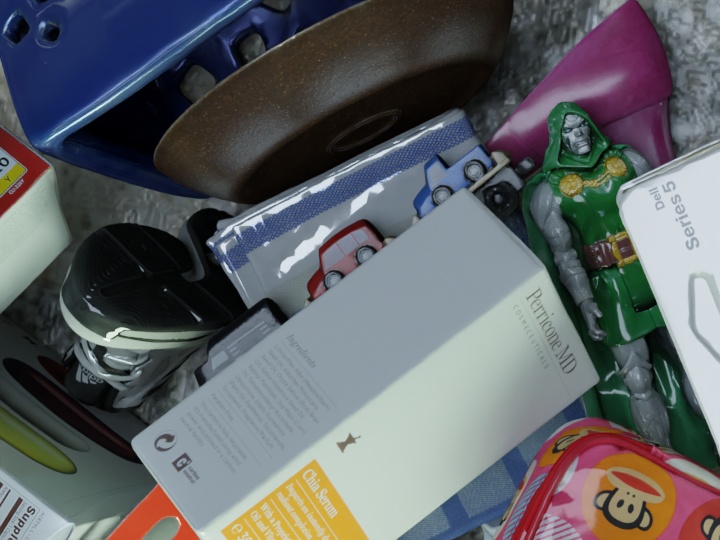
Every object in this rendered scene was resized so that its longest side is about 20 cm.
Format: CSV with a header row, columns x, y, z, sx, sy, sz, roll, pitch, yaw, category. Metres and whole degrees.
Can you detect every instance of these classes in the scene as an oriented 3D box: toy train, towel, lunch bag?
x,y,z,sx,sy,sz,roll,pitch,yaw,category
0.000,0.000,1.275,0.200,0.034,0.046,-37,88,7,toy train
0.032,0.033,1.308,0.147,0.024,0.200,-28,99,6,towel
0.145,0.182,1.228,0.200,0.082,0.176,26,91,-5,lunch bag

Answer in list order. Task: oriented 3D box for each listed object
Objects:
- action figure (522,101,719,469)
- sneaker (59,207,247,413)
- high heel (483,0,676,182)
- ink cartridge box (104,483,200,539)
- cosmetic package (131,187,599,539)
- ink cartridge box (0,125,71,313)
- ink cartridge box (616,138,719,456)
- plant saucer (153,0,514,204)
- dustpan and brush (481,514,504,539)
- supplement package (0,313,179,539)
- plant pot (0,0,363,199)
x,y,z,sx,sy,sz,roll,pitch,yaw,category
0.134,0.011,1.281,0.118,0.055,0.200,-24,94,-14,action figure
-0.116,0.037,1.334,0.076,0.200,0.115,43,108,10,sneaker
0.061,-0.072,1.328,0.200,0.067,0.096,-11,97,16,high heel
-0.059,0.195,1.304,0.160,0.200,0.047,-47,37,-3,ink cartridge box
0.005,0.066,1.225,0.200,0.101,0.071,-38,49,-6,cosmetic package
-0.275,-0.013,1.270,0.175,0.084,0.200,36,69,18,ink cartridge box
0.205,0.013,1.209,0.084,0.200,0.146,-25,83,19,ink cartridge box
-0.005,-0.082,1.286,0.200,0.200,0.037,-32,79,18,plant saucer
0.091,0.151,1.327,0.140,0.057,0.200,-44,46,7,dustpan and brush
-0.214,0.125,1.374,0.200,0.191,0.147,36,103,17,supplement package
-0.080,-0.169,1.321,0.200,0.200,0.180,-31,74,17,plant pot
